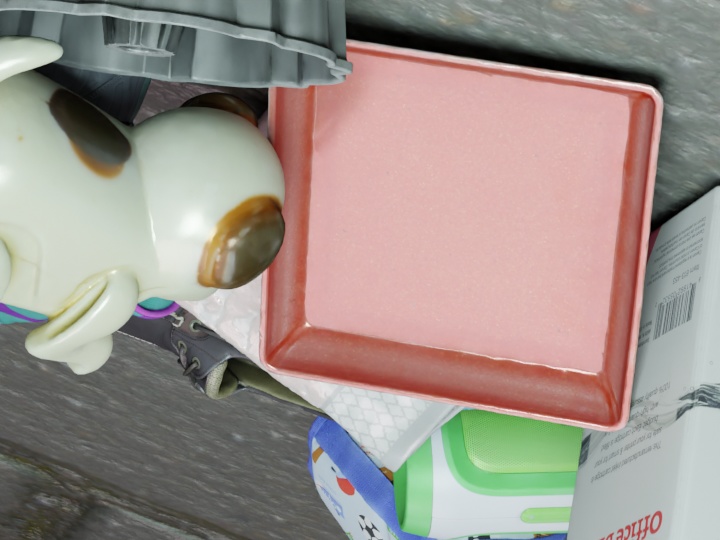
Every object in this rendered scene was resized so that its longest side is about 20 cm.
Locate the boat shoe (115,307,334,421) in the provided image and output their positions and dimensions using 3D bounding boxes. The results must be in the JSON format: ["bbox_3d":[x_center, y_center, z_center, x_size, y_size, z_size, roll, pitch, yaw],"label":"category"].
[{"bbox_3d":[-0.085,0.049,1.846,0.199,0.065,0.072,14,158,12],"label":"boat shoe"}]

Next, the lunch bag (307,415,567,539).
[{"bbox_3d":[0.066,0.175,1.874,0.200,0.124,0.170,39,-175,-45],"label":"lunch bag"}]

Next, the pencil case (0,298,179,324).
[{"bbox_3d":[-0.187,-0.007,1.773,0.199,0.085,0.092,-5,142,43],"label":"pencil case"}]

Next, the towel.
[{"bbox_3d":[0.000,0.000,1.579,0.191,0.032,0.200,39,131,-6],"label":"towel"}]

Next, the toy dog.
[{"bbox_3d":[-0.136,-0.042,1.443,0.199,0.140,0.195,6,125,-23],"label":"toy dog"}]

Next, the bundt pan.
[{"bbox_3d":[-0.099,-0.139,1.369,0.201,0.076,0.202,7,175,1],"label":"bundt pan"}]

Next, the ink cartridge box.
[{"bbox_3d":[0.180,0.077,1.527,0.084,0.201,0.145,16,159,-15],"label":"ink cartridge box"}]

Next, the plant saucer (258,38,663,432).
[{"bbox_3d":[0.050,-0.025,1.496,0.199,0.037,0.201,9,120,10],"label":"plant saucer"}]

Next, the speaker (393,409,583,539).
[{"bbox_3d":[0.122,0.117,1.754,0.199,0.089,0.089,-1,158,-6],"label":"speaker"}]

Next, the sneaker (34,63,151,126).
[{"bbox_3d":[-0.190,-0.134,1.496,0.200,0.088,0.074,28,180,-32],"label":"sneaker"}]
